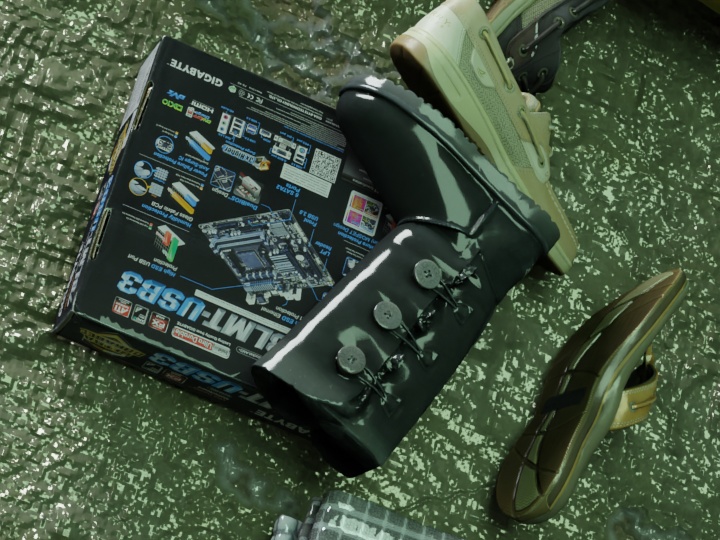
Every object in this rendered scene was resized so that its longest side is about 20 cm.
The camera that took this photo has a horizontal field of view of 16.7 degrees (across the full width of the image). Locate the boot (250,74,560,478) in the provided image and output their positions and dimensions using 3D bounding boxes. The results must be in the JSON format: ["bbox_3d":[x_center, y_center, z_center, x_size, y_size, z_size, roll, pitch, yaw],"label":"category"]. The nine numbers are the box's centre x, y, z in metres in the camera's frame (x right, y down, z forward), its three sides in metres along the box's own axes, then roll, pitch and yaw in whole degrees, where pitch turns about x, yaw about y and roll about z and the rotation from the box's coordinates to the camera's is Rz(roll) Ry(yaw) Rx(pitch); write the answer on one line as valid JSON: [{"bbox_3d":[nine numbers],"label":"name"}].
[{"bbox_3d":[0.001,0.001,1.460,0.165,0.066,0.200,38,69,6],"label":"boot"}]

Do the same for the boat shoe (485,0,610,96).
[{"bbox_3d":[0.102,-0.142,1.601,0.065,0.072,0.200,42,59,-4],"label":"boat shoe"}]

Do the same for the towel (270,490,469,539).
[{"bbox_3d":[0.031,0.233,1.415,0.199,0.086,0.166,23,62,-13],"label":"towel"}]

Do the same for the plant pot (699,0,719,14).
[{"bbox_3d":[0.295,-0.234,1.659,0.189,0.200,0.201,44,59,-20],"label":"plant pot"}]

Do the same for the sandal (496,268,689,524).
[{"bbox_3d":[0.151,0.084,1.533,0.054,0.080,0.201,42,61,-20],"label":"sandal"}]

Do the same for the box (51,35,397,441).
[{"bbox_3d":[-0.064,-0.016,1.494,0.199,0.050,0.200,22,64,-14],"label":"box"}]

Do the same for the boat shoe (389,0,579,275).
[{"bbox_3d":[0.092,-0.082,1.531,0.065,0.072,0.200,-41,120,-13],"label":"boat shoe"}]
